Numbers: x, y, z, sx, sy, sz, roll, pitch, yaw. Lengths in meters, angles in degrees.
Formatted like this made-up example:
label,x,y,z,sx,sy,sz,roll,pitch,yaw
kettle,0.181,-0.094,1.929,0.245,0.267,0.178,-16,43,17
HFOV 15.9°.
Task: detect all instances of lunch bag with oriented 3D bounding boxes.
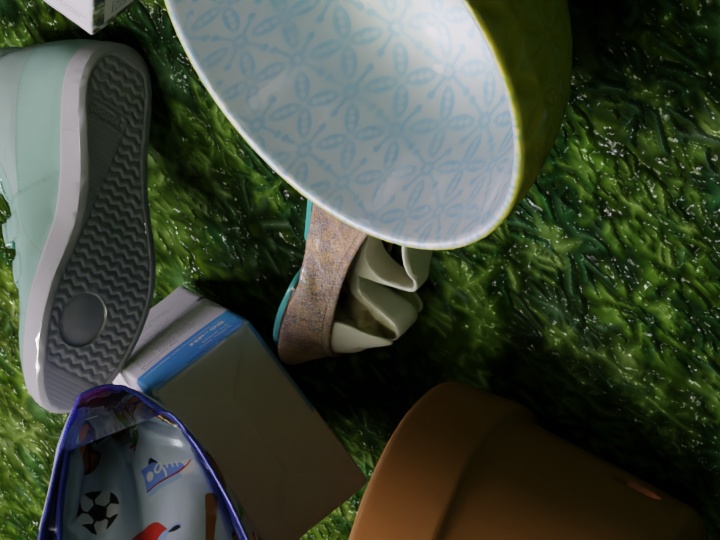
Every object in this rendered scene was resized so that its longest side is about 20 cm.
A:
label,x,y,z,sx,sy,sz,roll,pitch,yaw
lunch bag,-0.104,0.159,1.307,0.170,0.124,0.200,124,127,-80

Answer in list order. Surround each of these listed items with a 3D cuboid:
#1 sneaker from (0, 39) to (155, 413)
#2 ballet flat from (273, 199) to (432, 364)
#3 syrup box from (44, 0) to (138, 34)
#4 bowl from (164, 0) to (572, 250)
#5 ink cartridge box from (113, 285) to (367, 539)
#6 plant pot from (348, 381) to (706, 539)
label,x,y,z,sx,sy,sz,roll,pitch,yaw
sneaker,-0.173,-0.027,1.413,0.118,0.074,0.201,10,94,46
ballet flat,0.000,0.000,1.297,0.067,0.068,0.200,32,148,13
syrup box,-0.123,-0.213,1.193,0.081,0.079,0.200,36,148,20
bowl,0.020,-0.120,1.088,0.200,0.108,0.200,33,147,24
ink cartridge box,-0.080,0.076,1.443,0.116,0.067,0.200,54,171,-15
plant pot,0.084,0.167,1.274,0.140,0.200,0.200,14,138,21
